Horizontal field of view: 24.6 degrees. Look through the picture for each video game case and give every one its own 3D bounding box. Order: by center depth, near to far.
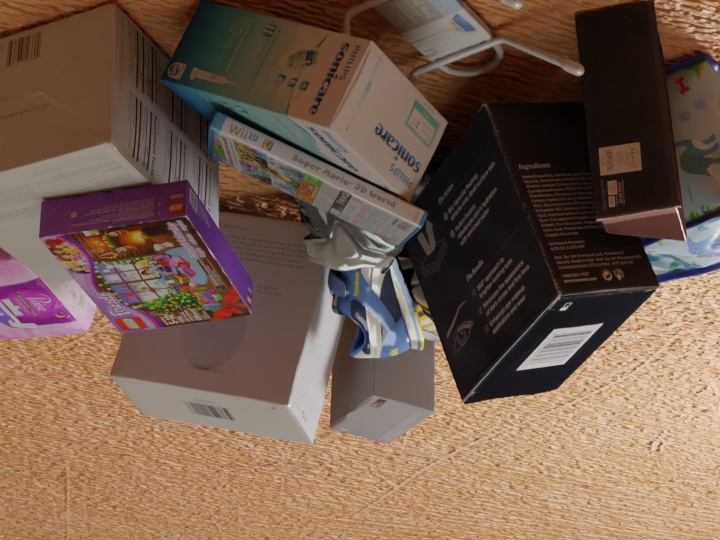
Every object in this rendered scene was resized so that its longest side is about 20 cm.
[{"bbox_3d":[-0.042,-0.078,1.453,0.198,0.018,0.143,25,173,-3],"label":"video game case"}]

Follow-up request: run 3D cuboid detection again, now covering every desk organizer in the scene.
[{"bbox_3d":[0.236,-0.124,1.433,0.071,0.202,0.077,-9,155,15],"label":"desk organizer"}]

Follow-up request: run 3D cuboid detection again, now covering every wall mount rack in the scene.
[{"bbox_3d":[0.087,-0.200,1.414,0.172,0.075,0.200,-17,150,28],"label":"wall mount rack"}]

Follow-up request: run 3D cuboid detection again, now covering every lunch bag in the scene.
[{"bbox_3d":[0.270,-0.082,1.547,0.198,0.172,0.127,-21,149,33],"label":"lunch bag"}]

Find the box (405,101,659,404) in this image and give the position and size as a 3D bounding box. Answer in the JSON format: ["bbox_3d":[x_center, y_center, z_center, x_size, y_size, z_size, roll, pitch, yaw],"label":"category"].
[{"bbox_3d":[0.147,-0.017,1.506,0.116,0.202,0.197,-5,152,-29],"label":"box"}]

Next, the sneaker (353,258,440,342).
[{"bbox_3d":[0.088,0.030,1.740,0.197,0.076,0.090,2,156,-16],"label":"sneaker"}]

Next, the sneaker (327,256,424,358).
[{"bbox_3d":[0.000,0.000,1.642,0.081,0.202,0.074,-19,-164,3],"label":"sneaker"}]

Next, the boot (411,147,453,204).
[{"bbox_3d":[0.091,-0.079,1.678,0.172,0.070,0.201,-2,147,10],"label":"boot"}]

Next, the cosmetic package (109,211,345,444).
[{"bbox_3d":[-0.129,0.055,1.729,0.197,0.202,0.123,9,158,16],"label":"cosmetic package"}]

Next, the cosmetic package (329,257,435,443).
[{"bbox_3d":[0.025,0.076,1.817,0.089,0.202,0.107,13,152,-25],"label":"cosmetic package"}]

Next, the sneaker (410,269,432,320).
[{"bbox_3d":[0.148,0.006,1.661,0.197,0.079,0.077,-10,151,1],"label":"sneaker"}]

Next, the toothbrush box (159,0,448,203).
[{"bbox_3d":[-0.048,-0.145,1.413,0.199,0.086,0.146,20,168,37],"label":"toothbrush box"}]

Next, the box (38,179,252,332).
[{"bbox_3d":[-0.189,-0.008,1.492,0.135,0.040,0.200,-8,152,11],"label":"box"}]

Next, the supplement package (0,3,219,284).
[{"bbox_3d":[-0.253,-0.109,1.501,0.189,0.149,0.200,-12,152,20],"label":"supplement package"}]

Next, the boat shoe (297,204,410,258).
[{"bbox_3d":[0.032,-0.043,1.739,0.198,0.061,0.072,5,153,-11],"label":"boat shoe"}]

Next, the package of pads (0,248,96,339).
[{"bbox_3d":[-0.377,0.003,1.799,0.119,0.077,0.200,-5,153,11],"label":"package of pads"}]

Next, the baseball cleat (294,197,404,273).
[{"bbox_3d":[-0.047,-0.069,1.565,0.199,0.070,0.107,35,112,8],"label":"baseball cleat"}]
